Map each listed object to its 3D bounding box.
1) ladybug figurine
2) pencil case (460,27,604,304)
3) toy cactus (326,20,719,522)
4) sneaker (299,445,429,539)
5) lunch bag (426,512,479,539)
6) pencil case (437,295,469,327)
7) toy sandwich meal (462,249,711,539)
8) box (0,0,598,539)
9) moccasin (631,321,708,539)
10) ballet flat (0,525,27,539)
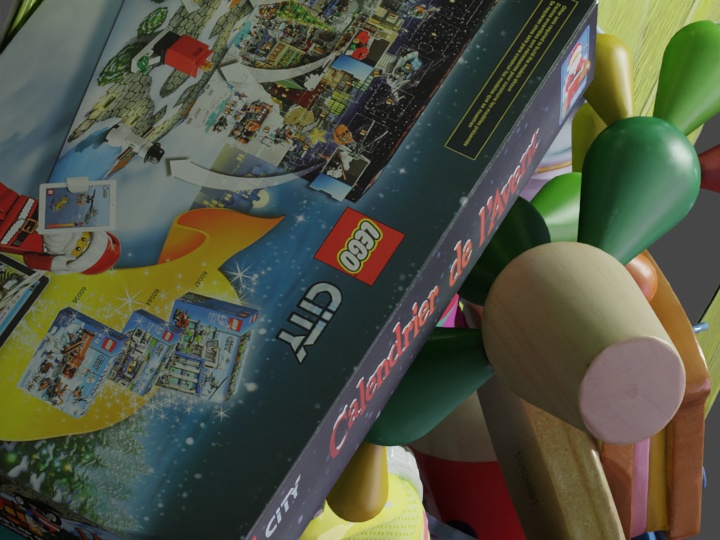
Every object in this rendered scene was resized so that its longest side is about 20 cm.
[{"bbox_3d":[0.067,0.118,1.250,0.071,0.136,0.201,-24,118,-12],"label":"ladybug figurine"},{"bbox_3d":[0.076,-0.043,1.090,0.083,0.090,0.200,-58,163,-18],"label":"pencil case"},{"bbox_3d":[0.045,0.011,0.689,0.199,0.165,0.103,-29,116,-6],"label":"toy cactus"},{"bbox_3d":[-0.001,0.124,0.800,0.078,0.091,0.200,-20,153,-1],"label":"sneaker"},{"bbox_3d":[-0.004,0.228,1.210,0.170,0.127,0.201,-55,170,-32],"label":"lunch bag"},{"bbox_3d":[0.000,0.000,0.921,0.089,0.088,0.200,-59,165,-16],"label":"pencil case"},{"bbox_3d":[0.101,0.071,1.010,0.070,0.206,0.206,-19,156,-5],"label":"toy sandwich meal"},{"bbox_3d":[-0.042,-0.017,0.644,0.201,0.136,0.038,-56,161,-26],"label":"box"},{"bbox_3d":[0.124,0.058,1.145,0.068,0.080,0.201,-46,147,-27],"label":"moccasin"},{"bbox_3d":[-0.114,0.098,0.672,0.199,0.068,0.062,-32,167,-13],"label":"ballet flat"}]
